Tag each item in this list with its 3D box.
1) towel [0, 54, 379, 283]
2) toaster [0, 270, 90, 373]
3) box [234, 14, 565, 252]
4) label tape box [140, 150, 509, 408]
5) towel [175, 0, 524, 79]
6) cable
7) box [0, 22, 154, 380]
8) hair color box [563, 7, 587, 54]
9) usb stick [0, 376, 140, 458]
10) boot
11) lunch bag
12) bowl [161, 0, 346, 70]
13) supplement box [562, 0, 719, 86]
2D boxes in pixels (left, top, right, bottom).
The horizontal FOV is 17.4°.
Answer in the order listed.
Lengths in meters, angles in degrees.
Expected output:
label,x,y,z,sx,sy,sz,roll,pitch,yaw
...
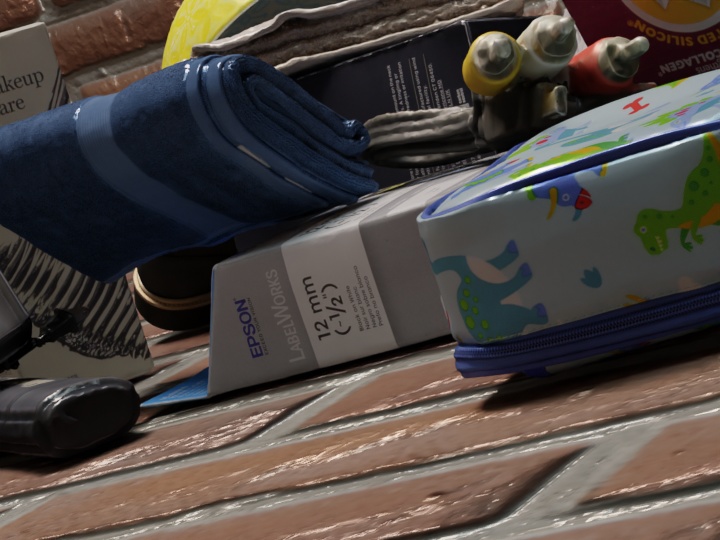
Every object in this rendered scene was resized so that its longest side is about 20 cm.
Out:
label,x,y,z,sx,sy,sz,roll,pitch,yaw
towel,-0.097,-0.048,1.137,0.199,0.049,0.111,-13,-32,42
toaster,-0.275,0.041,1.161,0.180,0.119,0.200,-19,14,44
box,0.046,-0.074,1.353,0.181,0.105,0.200,-14,-1,34
label tape box,0.000,0.000,1.123,0.199,0.067,0.143,-14,7,30
towel,-0.003,-0.133,1.334,0.199,0.035,0.133,-14,0,3
cable,0.068,-0.079,1.069,0.096,0.051,0.200,1,-3,-20
box,-0.186,-0.027,1.285,0.082,0.201,0.068,-21,7,-26
hair color box,0.153,-0.164,1.196,0.063,0.201,0.111,14,22,-4
usb stick,-0.159,0.069,1.141,0.055,0.033,0.200,-22,6,-23
boot,-0.048,-0.058,1.423,0.199,0.139,0.077,-33,56,-29
lunch bag,0.113,-0.024,0.894,0.160,0.083,0.200,-16,6,20
bowl,-0.048,-0.150,1.488,0.199,0.108,0.201,-21,-37,-17
supplement box,0.172,-0.135,1.068,0.130,0.201,0.103,-15,24,40
